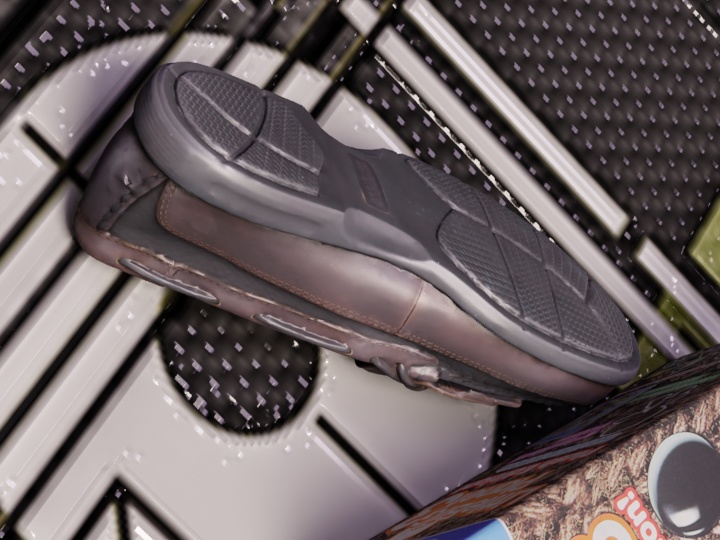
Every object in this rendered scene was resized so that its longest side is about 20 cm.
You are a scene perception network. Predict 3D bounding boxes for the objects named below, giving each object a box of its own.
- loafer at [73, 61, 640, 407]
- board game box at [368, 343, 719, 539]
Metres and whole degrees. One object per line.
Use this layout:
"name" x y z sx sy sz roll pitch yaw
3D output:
"loafer" 0.000 0.000 0.778 0.199 0.063 0.072 27 31 -31
"board game box" 0.102 0.125 0.775 0.199 0.097 0.160 -27 91 -38
